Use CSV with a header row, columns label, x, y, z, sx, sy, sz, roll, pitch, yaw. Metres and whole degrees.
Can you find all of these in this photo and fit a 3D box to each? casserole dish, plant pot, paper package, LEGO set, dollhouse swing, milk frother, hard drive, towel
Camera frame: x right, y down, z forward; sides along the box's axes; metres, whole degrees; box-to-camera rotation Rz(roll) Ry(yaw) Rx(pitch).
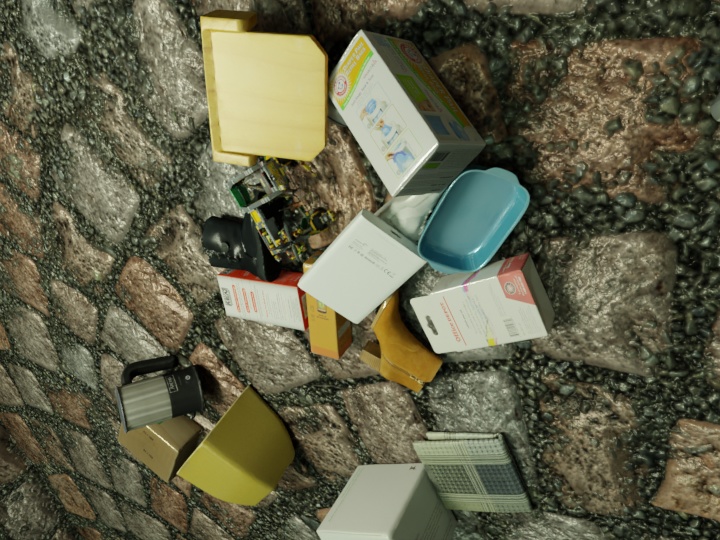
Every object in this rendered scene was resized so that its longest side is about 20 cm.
label,x,y,z,sx,sy,sz,roll,pitch,yaw
casserole dish,0.164,-0.078,0.835,0.120,0.039,0.201,17,131,-13
plant pot,-0.278,0.441,1.336,0.200,0.194,0.196,40,130,-2
paper package,-0.563,0.461,1.571,0.199,0.103,0.191,36,128,9
LEGO set,-0.118,-0.121,0.930,0.116,0.153,0.201,-12,104,53
dollhouse swing,-0.135,-0.274,0.840,0.174,0.182,0.201,0,119,-3
milk frother,-0.505,0.336,1.406,0.180,0.187,0.201,41,134,50
hard drive,0.000,0.000,0.931,0.132,0.027,0.200,34,130,-14
towel,0.221,0.401,1.113,0.199,0.035,0.193,-14,112,34

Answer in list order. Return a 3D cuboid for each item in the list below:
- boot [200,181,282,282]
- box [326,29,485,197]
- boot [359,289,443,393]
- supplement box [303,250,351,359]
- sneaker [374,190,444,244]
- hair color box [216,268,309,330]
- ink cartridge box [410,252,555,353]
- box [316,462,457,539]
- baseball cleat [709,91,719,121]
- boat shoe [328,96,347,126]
label,x,y,z,sx,sy,sz,roll,pitch,yaw
boot,-0.235,-0.083,1.071,0.167,0.076,0.201,15,119,27
box,0.056,-0.211,0.759,0.101,0.112,0.201,-46,67,40
boot,0.087,0.129,1.015,0.143,0.071,0.202,25,129,9
supplement box,-0.060,0.067,1.061,0.066,0.069,0.201,12,124,24
sneaker,0.087,-0.087,0.890,0.088,0.075,0.200,39,136,-12
hair color box,-0.187,0.051,1.131,0.199,0.061,0.102,8,120,26
ink cartridge box,0.193,0.058,0.902,0.199,0.067,0.117,-17,107,35
box,0.059,0.539,1.176,0.199,0.199,0.172,-16,107,37
baseball cleat,0.425,-0.261,0.585,0.106,0.070,0.200,41,121,12
boat shoe,-0.094,-0.265,0.882,0.201,0.075,0.086,36,128,12
